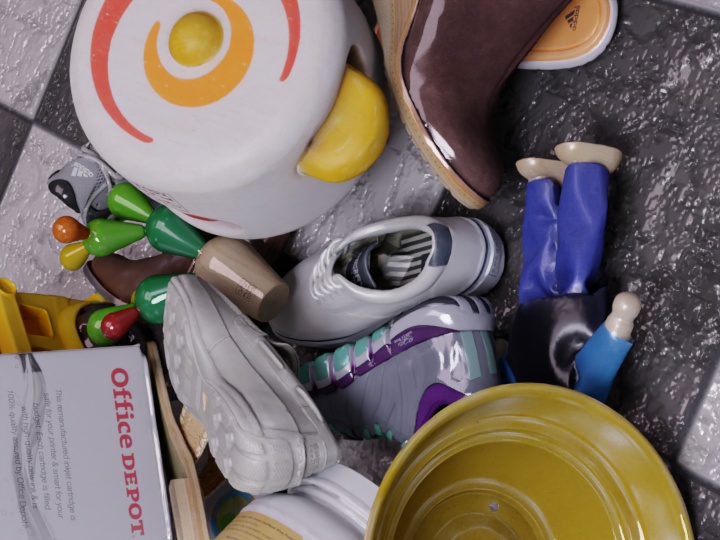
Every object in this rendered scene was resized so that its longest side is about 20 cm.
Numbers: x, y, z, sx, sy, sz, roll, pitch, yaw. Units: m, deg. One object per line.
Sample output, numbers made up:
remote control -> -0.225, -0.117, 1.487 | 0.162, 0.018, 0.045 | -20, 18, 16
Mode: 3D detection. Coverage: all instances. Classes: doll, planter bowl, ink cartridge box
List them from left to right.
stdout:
ink cartridge box -> -0.235, 0.135, 1.077 | 0.084, 0.198, 0.147 | 132, 131, -60
planter bowl -> 0.080, 0.166, 0.909 | 0.083, 0.198, 0.203 | 157, 123, -69
doll -> 0.122, 0.028, 0.976 | 0.136, 0.048, 0.203 | -18, 65, 57

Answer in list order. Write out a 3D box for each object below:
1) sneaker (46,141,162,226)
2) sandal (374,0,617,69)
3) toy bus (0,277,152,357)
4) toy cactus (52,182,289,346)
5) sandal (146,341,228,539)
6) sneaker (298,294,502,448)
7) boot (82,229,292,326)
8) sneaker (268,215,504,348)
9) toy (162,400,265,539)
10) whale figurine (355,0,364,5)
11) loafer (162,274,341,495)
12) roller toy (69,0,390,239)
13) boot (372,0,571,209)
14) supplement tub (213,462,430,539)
sneaker -> -0.175, -0.094, 1.206 | 0.075, 0.115, 0.201 | 40, 142, 20
sandal -> 0.074, -0.173, 1.087 | 0.205, 0.059, 0.080 | 3, 78, 44
toy bus -> -0.245, 0.106, 1.205 | 0.136, 0.191, 0.201 | -42, 53, 23
toy cactus -> -0.119, -0.025, 1.136 | 0.164, 0.102, 0.201 | 33, 87, 29
sandal -> -0.097, 0.123, 1.101 | 0.213, 0.069, 0.078 | -110, 15, -53
sneaker -> 0.013, 0.089, 1.042 | 0.199, 0.074, 0.089 | -34, 65, 45
boot -> -0.107, -0.051, 1.217 | 0.185, 0.064, 0.202 | 26, 96, 37
sneaker -> 0.000, 0.000, 1.090 | 0.199, 0.070, 0.074 | -21, 62, 40
toy -> -0.100, 0.186, 1.133 | 0.114, 0.047, 0.202 | -9, 57, 31
whale figurine -> -0.041, -0.204, 1.187 | 0.198, 0.105, 0.160 | -1, 37, 26
loafer -> -0.073, 0.067, 1.027 | 0.200, 0.069, 0.071 | -125, 37, -48
roller toy -> -0.081, -0.120, 1.031 | 0.181, 0.140, 0.202 | -23, 70, 10
boot -> 0.094, -0.157, 1.010 | 0.165, 0.072, 0.202 | -24, 74, 22
supplement tub -> -0.051, 0.224, 0.962 | 0.144, 0.146, 0.200 | 19, 53, 45
